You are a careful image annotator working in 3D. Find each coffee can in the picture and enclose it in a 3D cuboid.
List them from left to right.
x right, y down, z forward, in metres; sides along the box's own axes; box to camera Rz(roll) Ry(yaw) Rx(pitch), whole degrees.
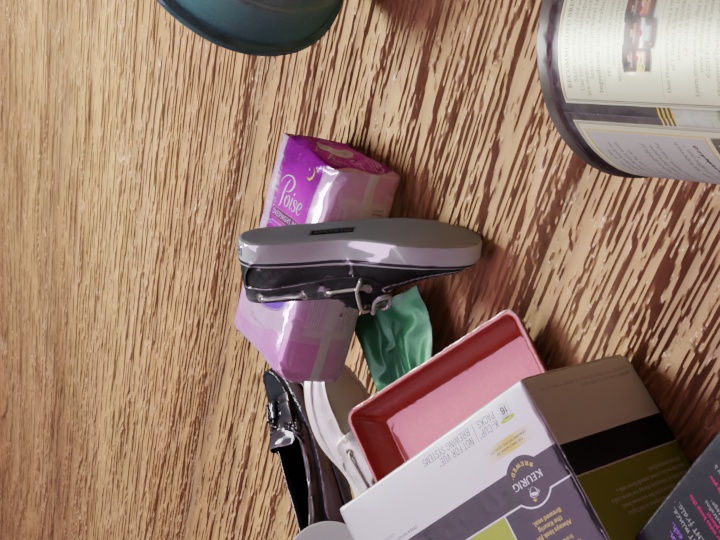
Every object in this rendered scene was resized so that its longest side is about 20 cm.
[{"bbox_3d":[0.205,-0.110,0.621,0.200,0.146,0.147,16,118,57],"label":"coffee can"}]

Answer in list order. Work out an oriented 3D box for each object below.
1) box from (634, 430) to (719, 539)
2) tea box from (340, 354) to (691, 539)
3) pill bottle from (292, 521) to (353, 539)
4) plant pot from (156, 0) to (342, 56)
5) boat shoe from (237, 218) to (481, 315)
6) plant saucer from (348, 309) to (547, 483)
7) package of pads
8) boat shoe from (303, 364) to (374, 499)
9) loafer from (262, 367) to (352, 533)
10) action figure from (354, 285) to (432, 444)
[{"bbox_3d":[0.257,0.133,0.693,0.122,0.106,0.200,59,149,29],"label":"box"},{"bbox_3d":[0.126,0.195,0.870,0.200,0.133,0.197,-41,67,38],"label":"tea box"},{"bbox_3d":[-0.028,0.315,1.244,0.109,0.108,0.200,59,166,25],"label":"pill bottle"},{"bbox_3d":[-0.052,-0.298,0.957,0.196,0.200,0.201,-35,73,51],"label":"plant pot"},{"bbox_3d":[-0.001,0.001,1.026,0.074,0.198,0.068,-78,-16,-70],"label":"boat shoe"},{"bbox_3d":[0.101,0.160,1.001,0.199,0.037,0.201,-37,72,37],"label":"plant saucer"},{"bbox_3d":[-0.043,-0.011,1.126,0.120,0.075,0.201,36,114,53],"label":"package of pads"},{"bbox_3d":[0.016,0.169,1.186,0.069,0.071,0.201,-15,105,50],"label":"boat shoe"},{"bbox_3d":[-0.065,0.192,1.344,0.201,0.063,0.072,65,150,15],"label":"loafer"},{"bbox_3d":[0.056,0.123,1.102,0.118,0.054,0.201,-33,71,59],"label":"action figure"}]
